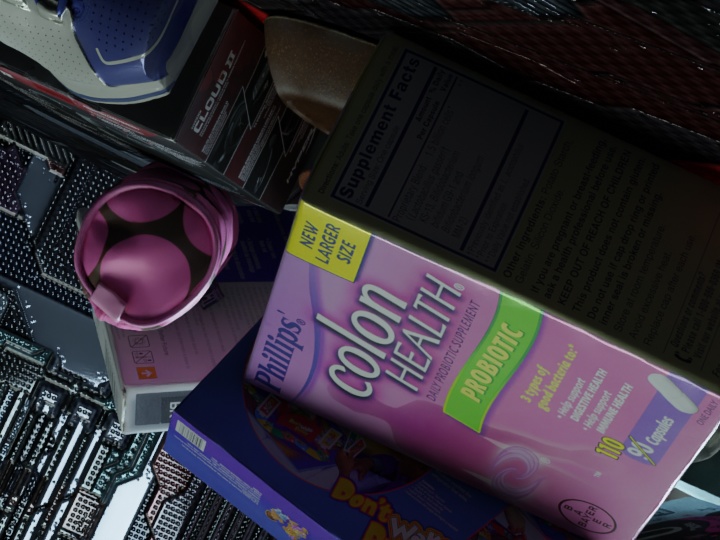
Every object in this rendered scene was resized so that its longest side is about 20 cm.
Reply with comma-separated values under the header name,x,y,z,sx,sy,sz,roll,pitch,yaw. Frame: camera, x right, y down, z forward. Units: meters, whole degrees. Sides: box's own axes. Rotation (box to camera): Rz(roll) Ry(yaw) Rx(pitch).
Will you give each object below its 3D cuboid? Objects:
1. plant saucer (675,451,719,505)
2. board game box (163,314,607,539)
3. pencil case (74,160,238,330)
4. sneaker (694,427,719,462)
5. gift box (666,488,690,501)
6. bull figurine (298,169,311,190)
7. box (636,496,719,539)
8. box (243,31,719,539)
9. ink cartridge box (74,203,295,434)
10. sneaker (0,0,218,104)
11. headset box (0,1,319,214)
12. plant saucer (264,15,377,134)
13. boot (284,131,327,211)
name,x,y,z,sx,sy,sz,roll,pitch,yaw
plant saucer,0.237,0.130,1.394,0.201,0.039,0.201,25,177,1
board game box,0.026,0.091,1.142,0.200,0.134,0.045,37,150,10
pencil case,-0.116,-0.012,1.365,0.091,0.094,0.200,49,-178,-1
sneaker,0.153,0.035,1.197,0.200,0.100,0.075,31,-171,35
gift box,0.150,0.137,1.624,0.184,0.200,0.187,23,-159,0
bull figurine,0.000,0.000,1.294,0.065,0.122,0.200,5,-179,6
box,0.158,0.194,1.302,0.132,0.115,0.200,-12,-178,-6
box,0.066,0.016,1.063,0.200,0.097,0.176,26,150,2
ink cartridge box,-0.068,0.023,1.508,0.200,0.043,0.198,-4,-145,-14
sneaker,-0.163,-0.140,1.035,0.199,0.081,0.115,25,179,38
headset box,-0.117,-0.108,1.238,0.149,0.077,0.200,24,176,18
plant saucer,0.037,-0.064,1.156,0.200,0.035,0.200,26,178,1
boot,-0.043,-0.063,1.464,0.165,0.066,0.200,33,178,27
